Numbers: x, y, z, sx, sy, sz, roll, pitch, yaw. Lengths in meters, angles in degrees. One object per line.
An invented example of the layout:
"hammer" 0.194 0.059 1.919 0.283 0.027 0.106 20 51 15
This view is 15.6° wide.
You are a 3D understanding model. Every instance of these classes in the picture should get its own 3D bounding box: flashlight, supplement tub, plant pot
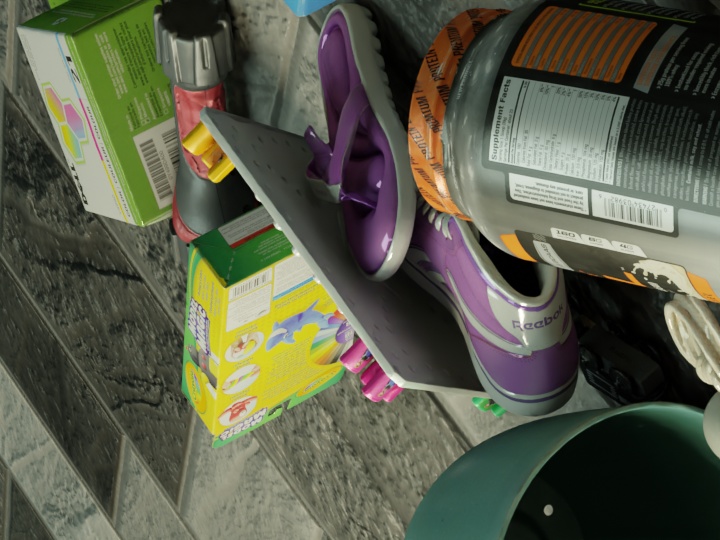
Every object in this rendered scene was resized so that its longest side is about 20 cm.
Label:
"flashlight" -0.102 -0.087 1.748 0.067 0.068 0.201 16 136 20
"supplement tub" 0.128 -0.054 1.152 0.199 0.123 0.123 14 131 33
"plant pot" 0.113 0.168 1.393 0.161 0.200 0.201 -3 113 62

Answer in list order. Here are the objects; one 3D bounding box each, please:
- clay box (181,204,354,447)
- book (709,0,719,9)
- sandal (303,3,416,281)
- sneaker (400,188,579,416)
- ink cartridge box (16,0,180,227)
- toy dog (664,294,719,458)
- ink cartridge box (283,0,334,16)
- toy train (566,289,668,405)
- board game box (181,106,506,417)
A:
"clay box" -0.058 0.030 1.718 0.048 0.115 0.200 51 154 25
"book" 0.138 -0.219 1.131 0.134 0.048 0.200 45 155 38
"sandal" -0.011 -0.071 1.485 0.203 0.050 0.083 -103 25 -45
"sneaker" 0.064 -0.028 1.426 0.201 0.072 0.115 55 164 42
"ink cartridge box" -0.191 -0.122 1.879 0.200 0.076 0.148 14 128 59
"toy dog" 0.233 0.076 1.226 0.200 0.096 0.132 53 167 52
"ink cartridge box" -0.034 -0.258 1.388 0.145 0.084 0.200 51 155 24
"toy train" 0.104 0.026 1.484 0.200 0.034 0.046 36 158 45
"board game box" 0.000 0.000 1.519 0.200 0.026 0.200 54 -164 20
